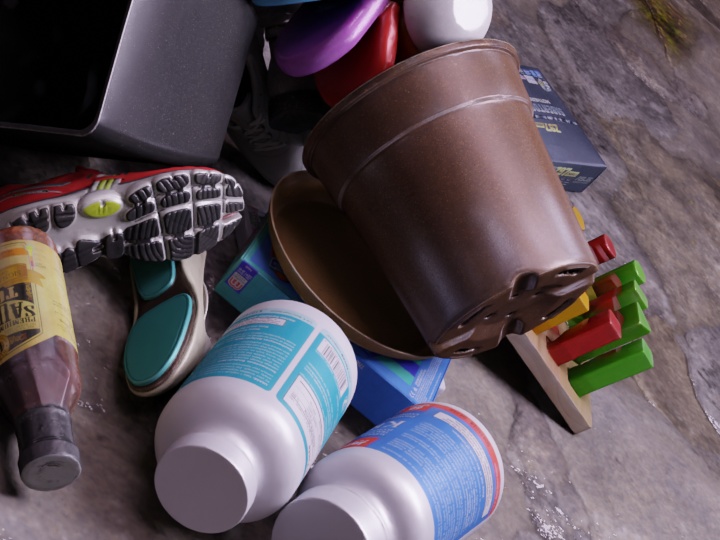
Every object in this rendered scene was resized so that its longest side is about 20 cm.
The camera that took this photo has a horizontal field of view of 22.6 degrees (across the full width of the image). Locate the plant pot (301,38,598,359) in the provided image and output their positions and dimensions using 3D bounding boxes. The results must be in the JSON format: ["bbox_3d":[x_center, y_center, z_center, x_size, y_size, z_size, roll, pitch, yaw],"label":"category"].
[{"bbox_3d":[0.082,-0.049,1.461,0.200,0.200,0.199,-1,59,-51],"label":"plant pot"}]

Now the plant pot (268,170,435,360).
[{"bbox_3d":[0.000,0.000,1.501,0.200,0.027,0.200,31,32,-22],"label":"plant pot"}]

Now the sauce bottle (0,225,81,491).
[{"bbox_3d":[-0.225,0.058,1.238,0.066,0.066,0.200,19,36,-36],"label":"sauce bottle"}]

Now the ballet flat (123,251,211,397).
[{"bbox_3d":[-0.140,0.037,1.379,0.069,0.069,0.200,28,32,-25],"label":"ballet flat"}]

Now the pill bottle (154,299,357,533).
[{"bbox_3d":[-0.080,0.108,1.306,0.111,0.111,0.200,42,29,-3],"label":"pill bottle"}]

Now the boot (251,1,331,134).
[{"bbox_3d":[-0.030,-0.183,1.602,0.200,0.069,0.132,19,60,-69],"label":"boot"}]

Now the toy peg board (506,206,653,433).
[{"bbox_3d":[0.199,0.010,1.725,0.199,0.098,0.200,54,23,-27],"label":"toy peg board"}]

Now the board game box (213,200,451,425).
[{"bbox_3d":[-0.014,0.033,1.514,0.200,0.045,0.152,41,30,-6],"label":"board game box"}]

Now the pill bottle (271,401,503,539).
[{"bbox_3d":[0.019,0.175,1.341,0.112,0.112,0.200,49,29,10],"label":"pill bottle"}]

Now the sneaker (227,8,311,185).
[{"bbox_3d":[-0.101,-0.141,1.586,0.092,0.075,0.200,-85,155,-51],"label":"sneaker"}]

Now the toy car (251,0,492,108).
[{"bbox_3d":[-0.009,-0.210,1.459,0.200,0.175,0.150,39,72,-33],"label":"toy car"}]

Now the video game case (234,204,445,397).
[{"bbox_3d":[-0.019,0.027,1.580,0.199,0.018,0.144,23,35,-33],"label":"video game case"}]

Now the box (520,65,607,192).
[{"bbox_3d":[0.173,-0.166,2.029,0.200,0.051,0.158,2,50,-50],"label":"box"}]

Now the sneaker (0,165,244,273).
[{"bbox_3d":[-0.186,-0.054,1.371,0.199,0.077,0.085,-7,33,-25],"label":"sneaker"}]

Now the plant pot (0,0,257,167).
[{"bbox_3d":[-0.197,-0.175,1.404,0.177,0.199,0.200,29,73,-54],"label":"plant pot"}]
